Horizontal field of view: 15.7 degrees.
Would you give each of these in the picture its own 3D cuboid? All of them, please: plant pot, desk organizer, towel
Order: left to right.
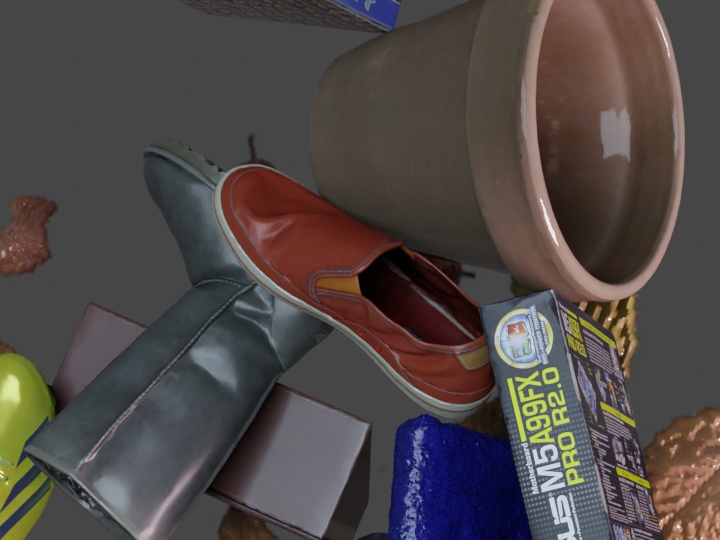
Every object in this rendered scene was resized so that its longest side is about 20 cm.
[{"bbox_3d":[-0.086,0.095,1.566,0.199,0.072,0.077,22,85,17],"label":"desk organizer"},{"bbox_3d":[0.064,0.188,1.470,0.049,0.147,0.201,-3,79,30],"label":"towel"},{"bbox_3d":[0.070,-0.081,1.505,0.174,0.200,0.202,-2,80,32],"label":"plant pot"}]

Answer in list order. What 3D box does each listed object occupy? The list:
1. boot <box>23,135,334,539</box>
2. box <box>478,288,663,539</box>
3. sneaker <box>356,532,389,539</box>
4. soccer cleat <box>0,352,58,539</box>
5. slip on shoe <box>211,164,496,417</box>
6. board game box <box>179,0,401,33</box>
[{"bbox_3d":[-0.120,0.041,1.519,0.182,0.073,0.200,40,83,24],"label":"boot"},{"bbox_3d":[0.122,0.104,1.441,0.044,0.200,0.161,-16,79,12],"label":"box"},{"bbox_3d":[0.011,0.249,1.495,0.073,0.081,0.201,6,75,-14],"label":"sneaker"},{"bbox_3d":[-0.230,0.145,1.544,0.064,0.084,0.201,27,112,23],"label":"soccer cleat"},{"bbox_3d":[0.000,0.000,1.459,0.200,0.061,0.074,39,51,19],"label":"slip on shoe"},{"bbox_3d":[-0.041,-0.257,1.567,0.159,0.097,0.201,12,84,40],"label":"board game box"}]
